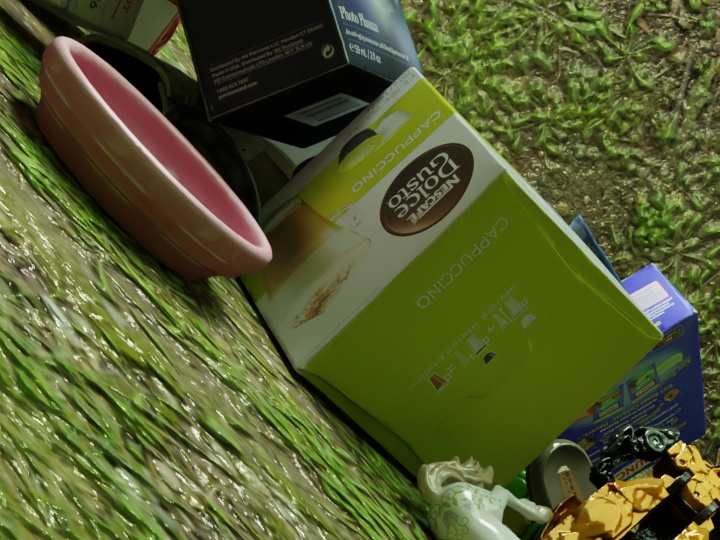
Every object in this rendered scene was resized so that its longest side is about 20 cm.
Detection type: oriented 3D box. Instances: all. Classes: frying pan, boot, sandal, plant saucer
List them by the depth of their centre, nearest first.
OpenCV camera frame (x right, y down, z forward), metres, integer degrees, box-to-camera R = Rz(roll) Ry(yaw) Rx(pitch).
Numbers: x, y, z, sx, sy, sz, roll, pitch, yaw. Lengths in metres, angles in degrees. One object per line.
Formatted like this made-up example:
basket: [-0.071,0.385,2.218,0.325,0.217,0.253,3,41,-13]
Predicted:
plant saucer: [-0.141,-0.064,1.447,0.201,0.051,0.201,45,6,-6]
frying pan: [-0.124,-0.099,1.603,0.115,0.031,0.192,8,59,-58]
sandal: [0.184,0.213,1.634,0.080,0.054,0.202,-14,77,-41]
boot: [-0.127,-0.099,1.698,0.200,0.072,0.155,44,5,13]

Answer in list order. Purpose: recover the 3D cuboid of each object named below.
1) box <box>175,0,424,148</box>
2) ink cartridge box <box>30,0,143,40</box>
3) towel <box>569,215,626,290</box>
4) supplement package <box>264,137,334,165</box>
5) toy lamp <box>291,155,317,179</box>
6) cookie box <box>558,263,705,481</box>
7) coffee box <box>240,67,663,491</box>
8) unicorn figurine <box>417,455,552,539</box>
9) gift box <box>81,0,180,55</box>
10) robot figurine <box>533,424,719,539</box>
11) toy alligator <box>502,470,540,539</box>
box: [-0.054,-0.213,1.665,0.200,0.122,0.200,8,63,-71]
ink cartridge box: [-0.211,-0.251,1.663,0.067,0.117,0.199,21,-2,42]
towel: [0.131,0.062,1.779,0.024,0.200,0.147,35,-7,31]
supplement package: [-0.045,-0.074,1.862,0.200,0.121,0.120,46,5,-17]
toy lamp: [0.000,0.000,1.727,0.201,0.058,0.058,63,-4,-31]
cookie box: [0.223,0.113,2.031,0.075,0.170,0.201,53,-14,36]
coffee box: [0.057,0.015,1.606,0.200,0.200,0.198,43,6,-32]
unicorn figurine: [0.101,0.192,1.439,0.199,0.074,0.137,33,6,36]
gift box: [-0.205,-0.276,1.843,0.186,0.185,0.200,34,14,-25]
robot figurine: [0.200,0.194,1.587,0.145,0.058,0.199,49,47,11]
toy alligator: [0.127,0.183,1.705,0.200,0.054,0.059,50,6,29]
